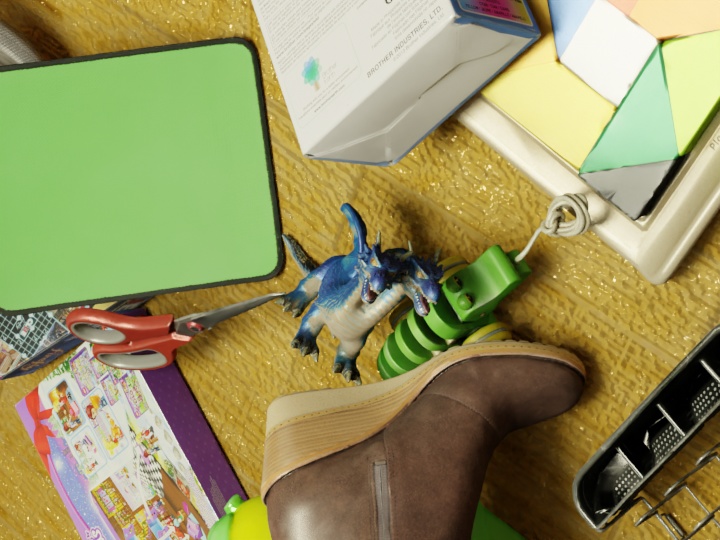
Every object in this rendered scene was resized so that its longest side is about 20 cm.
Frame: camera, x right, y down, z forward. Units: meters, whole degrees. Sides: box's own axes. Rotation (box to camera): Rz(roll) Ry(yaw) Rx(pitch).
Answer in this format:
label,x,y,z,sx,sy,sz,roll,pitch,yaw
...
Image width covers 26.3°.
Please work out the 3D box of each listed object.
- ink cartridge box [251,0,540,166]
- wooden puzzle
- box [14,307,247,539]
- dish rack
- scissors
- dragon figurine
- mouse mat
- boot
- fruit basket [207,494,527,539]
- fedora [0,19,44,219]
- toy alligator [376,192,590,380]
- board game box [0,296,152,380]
label,x,y,z,sx,sy,sz,roll,pitch,yaw
ink cartridge box,0.003,-0.182,0.886,0.136,0.076,0.202,-38,62,37
wooden puzzle,0.137,-0.120,0.841,0.200,0.037,0.186,44,122,22
box,-0.160,0.148,1.118,0.136,0.039,0.202,-37,77,35
dish rack,0.226,0.139,0.815,0.200,0.054,0.154,49,124,18
scissors,-0.110,0.038,1.006,0.198,0.073,0.014,-8,52,33
dragon figurine,0.000,0.000,0.929,0.058,0.200,0.100,32,104,-16
mouse mat,-0.156,-0.062,1.012,0.197,0.008,0.163,-8,96,-6
boot,0.046,0.132,0.856,0.073,0.197,0.168,84,173,-55
fruit basket,0.002,0.217,0.912,0.216,0.214,0.157,-51,29,32
fedora,-0.300,-0.096,1.065,0.198,0.179,0.090,22,148,-11
toy alligator,0.058,0.021,0.901,0.060,0.054,0.200,58,135,19
board game box,-0.218,-0.020,1.125,0.199,0.034,0.137,-29,77,37
